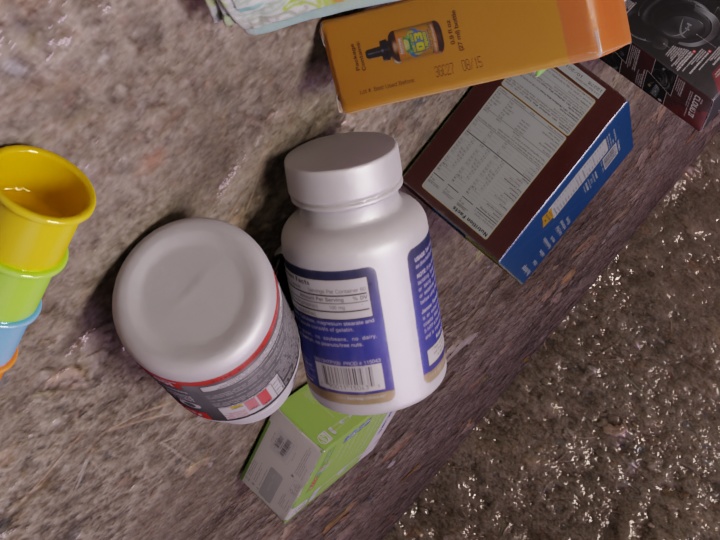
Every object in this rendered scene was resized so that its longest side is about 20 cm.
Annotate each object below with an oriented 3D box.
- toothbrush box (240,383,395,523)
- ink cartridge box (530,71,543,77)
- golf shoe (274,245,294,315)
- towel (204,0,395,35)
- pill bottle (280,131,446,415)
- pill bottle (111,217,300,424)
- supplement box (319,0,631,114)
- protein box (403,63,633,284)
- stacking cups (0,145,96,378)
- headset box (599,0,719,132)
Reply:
[{"bbox_3d":[-0.040,0.200,1.363,0.199,0.086,0.147,-29,154,-48],"label":"toothbrush box"},{"bbox_3d":[0.198,-0.286,0.928,0.200,0.084,0.146,-42,162,-24],"label":"ink cartridge box"},{"bbox_3d":[-0.047,0.019,0.992,0.094,0.078,0.201,-36,149,-27],"label":"golf shoe"},{"bbox_3d":[0.000,-0.191,0.536,0.197,0.049,0.171,-16,163,4],"label":"towel"},{"bbox_3d":[0.000,0.000,0.863,0.119,0.119,0.203,-33,123,-43],"label":"pill bottle"},{"bbox_3d":[-0.106,0.049,0.816,0.116,0.116,0.200,-46,163,-11],"label":"pill bottle"},{"bbox_3d":[0.072,-0.157,0.720,0.198,0.068,0.069,-7,-167,32],"label":"supplement box"},{"bbox_3d":[0.172,-0.114,1.146,0.201,0.135,0.198,-51,164,5],"label":"protein box"},{"bbox_3d":[-0.209,0.024,0.612,0.060,0.060,0.201,-26,155,-53],"label":"stacking cups"},{"bbox_3d":[0.364,-0.265,1.199,0.149,0.200,0.077,-46,163,-11],"label":"headset box"}]
